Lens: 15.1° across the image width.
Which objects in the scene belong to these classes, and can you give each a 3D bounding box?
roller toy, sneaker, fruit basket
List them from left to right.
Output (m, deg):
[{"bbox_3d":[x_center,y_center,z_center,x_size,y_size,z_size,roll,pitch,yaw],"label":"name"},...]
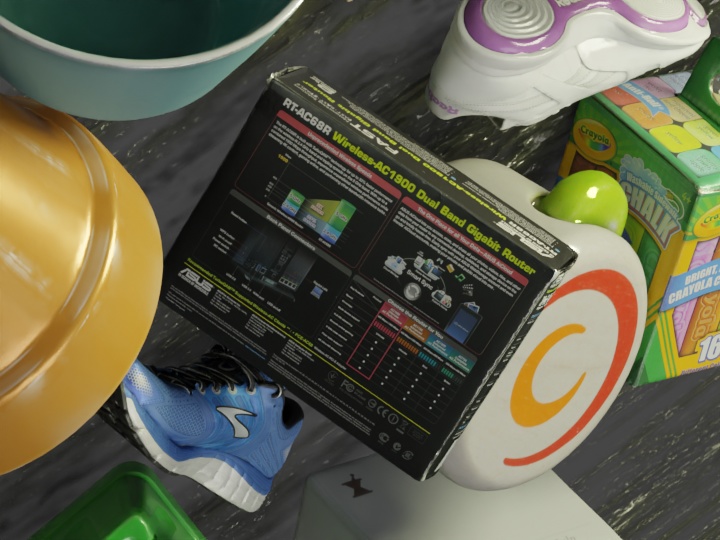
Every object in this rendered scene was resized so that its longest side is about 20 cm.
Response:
[{"bbox_3d":[-0.168,0.234,1.679,0.216,0.156,0.216,-38,-176,3],"label":"fruit basket"},{"bbox_3d":[-0.098,0.075,1.628,0.089,0.079,0.200,-54,149,1],"label":"sneaker"},{"bbox_3d":[0.070,0.031,1.670,0.200,0.140,0.183,-32,139,-31],"label":"roller toy"},{"bbox_3d":[0.121,-0.136,1.638,0.200,0.075,0.100,-10,149,-34],"label":"sneaker"}]

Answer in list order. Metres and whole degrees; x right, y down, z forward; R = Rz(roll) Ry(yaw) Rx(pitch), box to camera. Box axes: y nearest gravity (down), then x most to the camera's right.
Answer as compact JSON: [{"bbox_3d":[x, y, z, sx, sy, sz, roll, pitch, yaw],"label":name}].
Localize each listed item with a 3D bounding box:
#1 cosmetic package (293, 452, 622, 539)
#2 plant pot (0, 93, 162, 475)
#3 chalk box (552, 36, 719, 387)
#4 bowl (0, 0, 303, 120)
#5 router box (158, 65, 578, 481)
[{"bbox_3d":[0.056,0.238,1.823,0.165,0.165,0.200,-15,133,-33],"label":"cosmetic package"},{"bbox_3d":[-0.224,-0.024,1.317,0.200,0.200,0.183,-42,142,-3],"label":"plant pot"},{"bbox_3d":[0.208,-0.048,1.734,0.124,0.125,0.200,-12,130,-34],"label":"chalk box"},{"bbox_3d":[-0.121,-0.153,1.325,0.201,0.201,0.105,-24,158,-23],"label":"bowl"},{"bbox_3d":[0.000,0.000,1.541,0.150,0.200,0.062,-57,173,18],"label":"router box"}]
